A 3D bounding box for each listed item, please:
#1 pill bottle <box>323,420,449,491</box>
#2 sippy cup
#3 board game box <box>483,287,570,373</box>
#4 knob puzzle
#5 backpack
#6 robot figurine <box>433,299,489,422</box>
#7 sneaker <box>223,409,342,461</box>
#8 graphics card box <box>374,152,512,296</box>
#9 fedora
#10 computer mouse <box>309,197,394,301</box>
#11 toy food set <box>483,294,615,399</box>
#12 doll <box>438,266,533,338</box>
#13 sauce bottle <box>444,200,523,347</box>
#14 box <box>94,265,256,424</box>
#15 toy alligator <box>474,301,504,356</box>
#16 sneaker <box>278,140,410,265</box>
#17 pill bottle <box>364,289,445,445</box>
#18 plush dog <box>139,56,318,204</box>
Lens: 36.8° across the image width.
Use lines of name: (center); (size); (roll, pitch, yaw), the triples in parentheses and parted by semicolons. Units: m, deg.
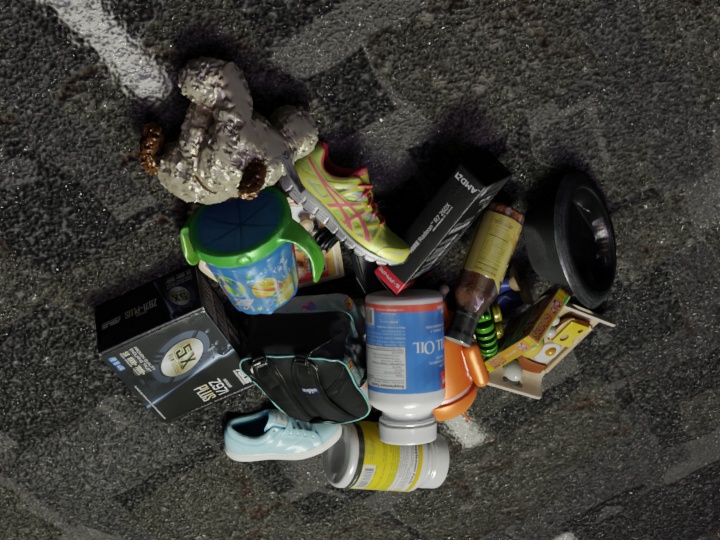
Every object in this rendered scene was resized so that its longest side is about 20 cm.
pill bottle: (0.045, 0.318, 1.846); (0.197, 0.115, 0.115); (10, 132, -28)
sippy cup: (-0.139, -0.019, 1.391); (0.139, 0.178, 0.131); (-32, 135, -15)
board game box: (0.245, 0.095, 1.640); (0.030, 0.096, 0.200); (38, 156, 1)
knob puzzle: (-0.125, -0.023, 1.486); (0.216, 0.031, 0.222); (-10, 138, -9)
backpack: (-0.063, 0.132, 1.564); (0.173, 0.155, 0.201); (-6, 136, 21)
robot figurine: (0.109, 0.138, 1.617); (0.142, 0.117, 0.203); (-18, 114, -1)
sneaker: (-0.126, 0.260, 1.756); (0.196, 0.075, 0.083); (-10, 141, -10)
graphics card box: (0.111, -0.064, 1.453); (0.201, 0.051, 0.125); (-51, 169, 27)
fedora: (0.291, -0.040, 1.545); (0.090, 0.204, 0.200); (-6, 149, 35)
computer mouse: (0.000, 0.000, 1.521); (0.139, 0.046, 0.202); (-25, 140, -14)
toy food set: (0.308, 0.131, 1.778); (0.142, 0.061, 0.200); (18, 128, -33)
doll: (0.161, 0.064, 1.665); (0.198, 0.049, 0.136); (-30, 132, 18)
sauce bottle: (0.169, 0.006, 1.512); (0.066, 0.066, 0.203); (26, 83, -38)
box: (-0.258, 0.110, 1.539); (0.162, 0.087, 0.201); (-23, 138, 5)
toy alligator: (0.180, 0.070, 1.601); (0.058, 0.055, 0.202); (-14, 136, 2)
sneaker: (-0.007, -0.086, 1.382); (0.199, 0.078, 0.091); (38, 104, -7)
pill bottle: (0.063, 0.132, 1.493); (0.110, 0.112, 0.204); (-4, 96, -15)
plush dog: (-0.167, -0.132, 1.289); (0.170, 0.163, 0.199); (-21, 145, 40)
